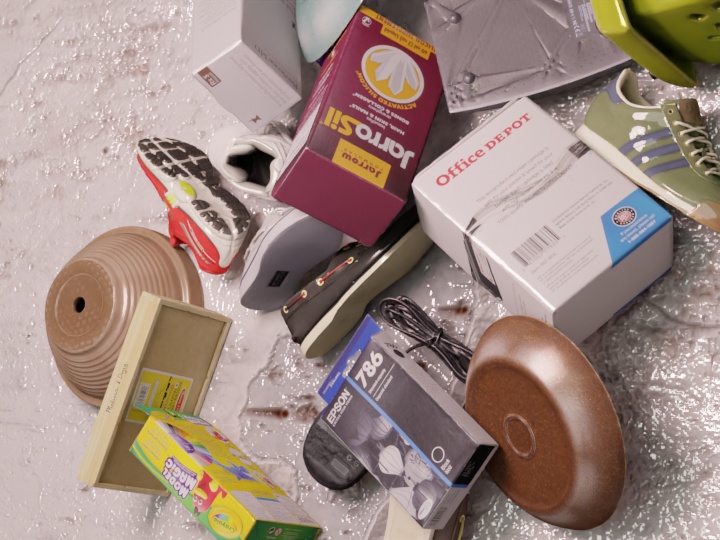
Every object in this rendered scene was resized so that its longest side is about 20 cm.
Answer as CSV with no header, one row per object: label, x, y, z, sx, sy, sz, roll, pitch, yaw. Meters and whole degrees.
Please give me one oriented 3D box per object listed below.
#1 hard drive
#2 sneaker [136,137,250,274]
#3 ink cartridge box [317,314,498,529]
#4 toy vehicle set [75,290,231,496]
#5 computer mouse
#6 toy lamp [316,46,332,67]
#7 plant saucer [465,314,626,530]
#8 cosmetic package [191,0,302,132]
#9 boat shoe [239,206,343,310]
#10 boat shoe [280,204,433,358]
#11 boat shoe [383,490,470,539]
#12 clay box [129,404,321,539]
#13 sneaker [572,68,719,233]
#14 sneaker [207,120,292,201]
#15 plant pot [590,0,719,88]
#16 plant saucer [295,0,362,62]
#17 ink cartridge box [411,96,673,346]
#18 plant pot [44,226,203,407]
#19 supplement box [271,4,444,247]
hard drive,0.169,-0.227,1.615,0.198,0.042,0.136,-17,69,12
sneaker,-0.191,-0.070,1.817,0.200,0.076,0.086,52,133,39
ink cartridge box,0.031,0.136,1.568,0.200,0.039,0.100,43,110,35
toy vehicle set,-0.210,0.129,1.747,0.026,0.124,0.202,19,89,34
computer mouse,0.041,0.138,1.639,0.140,0.046,0.201,32,99,17
toy lamp,-0.003,-0.141,1.723,0.058,0.058,0.202,-25,63,25
plant saucer,0.151,0.140,1.498,0.200,0.036,0.202,34,134,43
cosmetic package,-0.116,-0.250,1.751,0.074,0.102,0.201,-31,40,23
boat shoe,-0.076,-0.030,1.694,0.200,0.073,0.066,-44,45,50
boat shoe,-0.001,0.000,1.675,0.201,0.073,0.063,-44,67,21
boat shoe,0.066,0.229,1.585,0.071,0.059,0.202,13,85,37
clay box,-0.143,0.209,1.691,0.200,0.115,0.048,38,100,34
sneaker,0.281,-0.111,1.522,0.200,0.067,0.090,38,105,36
sneaker,-0.110,-0.116,1.743,0.199,0.099,0.079,21,101,50
plant pot,0.294,-0.280,1.475,0.180,0.198,0.202,-24,68,25
plant saucer,-0.021,-0.307,1.712,0.202,0.038,0.202,-56,18,28
ink cartridge box,0.164,-0.043,1.541,0.144,0.085,0.200,-37,57,-14
plant pot,-0.274,0.045,1.829,0.199,0.092,0.203,-9,73,32
supplement box,0.005,-0.138,1.620,0.086,0.110,0.201,-50,17,50
